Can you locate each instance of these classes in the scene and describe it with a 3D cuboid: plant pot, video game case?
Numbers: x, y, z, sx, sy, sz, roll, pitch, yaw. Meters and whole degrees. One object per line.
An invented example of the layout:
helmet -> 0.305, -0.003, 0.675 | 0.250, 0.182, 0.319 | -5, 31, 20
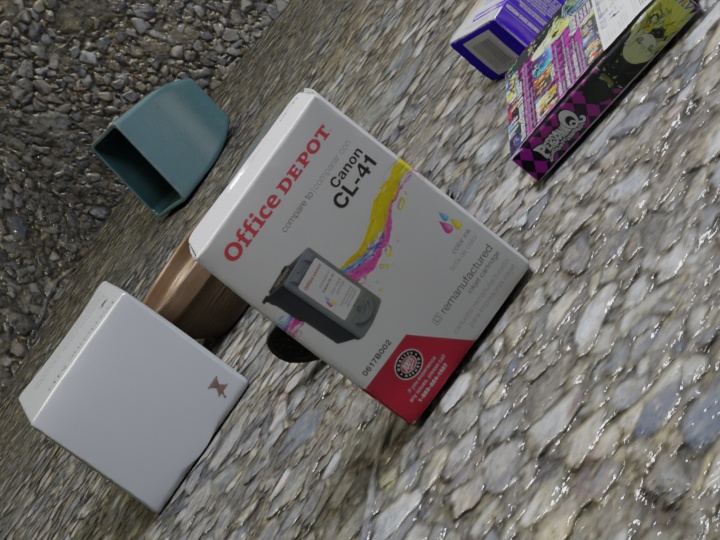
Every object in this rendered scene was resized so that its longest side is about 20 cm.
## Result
plant pot -> -0.181, 0.014, 1.846 | 0.201, 0.092, 0.201 | -50, 13, 16
plant pot -> -0.364, -0.253, 2.934 | 0.200, 0.196, 0.196 | -47, 11, -22
video game case -> 0.186, -0.182, 1.222 | 0.181, 0.036, 0.200 | -48, 15, 22

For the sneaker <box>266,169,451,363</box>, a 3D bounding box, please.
sneaker -> -0.002, -0.002, 1.373 | 0.199, 0.060, 0.105 | -39, 20, 29

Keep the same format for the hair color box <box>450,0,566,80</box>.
hair color box -> 0.176, -0.287, 1.460 | 0.201, 0.065, 0.109 | -56, 13, -16

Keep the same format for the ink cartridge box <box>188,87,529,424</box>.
ink cartridge box -> -0.003, -0.010, 1.087 | 0.148, 0.199, 0.086 | -53, 14, 0

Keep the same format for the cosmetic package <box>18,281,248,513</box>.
cosmetic package -> -0.246, 0.129, 1.628 | 0.168, 0.166, 0.200 | -55, 15, -7
